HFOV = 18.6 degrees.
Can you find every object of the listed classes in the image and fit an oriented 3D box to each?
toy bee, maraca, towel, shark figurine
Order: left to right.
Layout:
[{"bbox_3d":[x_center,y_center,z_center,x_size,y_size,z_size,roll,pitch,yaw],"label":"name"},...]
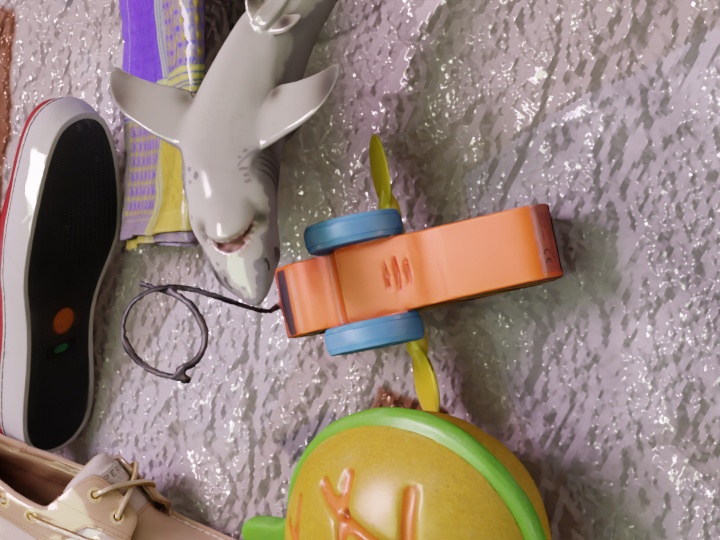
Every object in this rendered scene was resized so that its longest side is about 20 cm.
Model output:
[{"bbox_3d":[-0.103,-0.108,1.118,0.144,0.023,0.201,-170,79,-74],"label":"towel"},{"bbox_3d":[-0.025,-0.095,1.036,0.128,0.089,0.215,34,86,27],"label":"shark figurine"},{"bbox_3d":[0.000,0.000,1.063,0.199,0.109,0.132,9,91,10],"label":"toy bee"},{"bbox_3d":[0.015,0.138,1.047,0.137,0.107,0.200,53,137,4],"label":"maraca"}]

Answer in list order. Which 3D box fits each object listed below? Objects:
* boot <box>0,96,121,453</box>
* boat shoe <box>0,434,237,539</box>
[{"bbox_3d":[-0.207,-0.015,1.213,0.144,0.072,0.201,27,117,34],"label":"boot"},{"bbox_3d":[-0.142,0.129,1.154,0.199,0.074,0.070,13,108,13],"label":"boat shoe"}]
